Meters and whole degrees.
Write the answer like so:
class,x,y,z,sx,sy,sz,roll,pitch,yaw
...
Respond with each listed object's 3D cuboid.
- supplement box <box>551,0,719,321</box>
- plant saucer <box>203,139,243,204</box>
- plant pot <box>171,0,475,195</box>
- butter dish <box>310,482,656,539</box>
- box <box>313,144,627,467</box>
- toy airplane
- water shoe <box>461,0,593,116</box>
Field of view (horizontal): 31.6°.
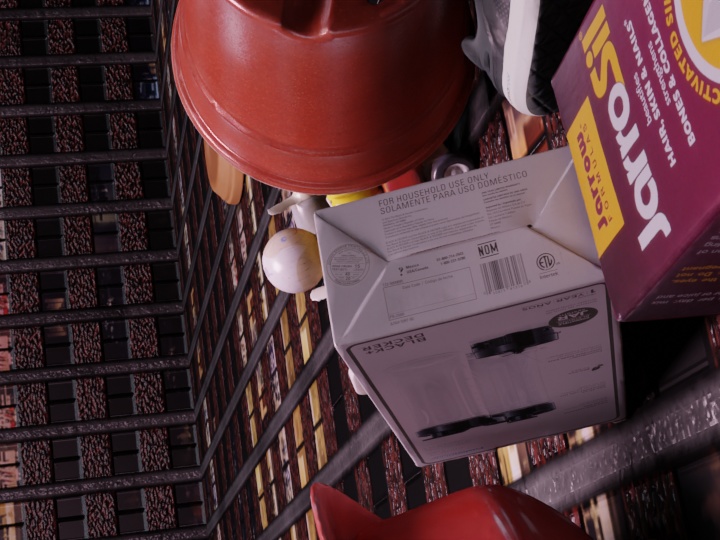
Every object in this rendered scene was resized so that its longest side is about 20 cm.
class,x,y,z,sx,sy,sz,roll,pitch,yaw
supplement box,0.140,-0.075,0.408,0.200,0.085,0.111,111,151,-61
plant saucer,-0.207,-0.198,1.901,0.200,0.037,0.202,175,90,-77
plant pot,-0.021,-0.166,0.731,0.195,0.199,0.202,98,165,-78
butter dish,0.093,0.179,0.591,0.199,0.147,0.201,44,-164,-40
box,0.058,0.027,0.581,0.200,0.116,0.061,59,-162,-64
toy airplane,0.000,0.000,0.893,0.200,0.140,0.201,121,142,-67
water shoe,0.081,-0.173,0.615,0.079,0.071,0.201,43,140,41
